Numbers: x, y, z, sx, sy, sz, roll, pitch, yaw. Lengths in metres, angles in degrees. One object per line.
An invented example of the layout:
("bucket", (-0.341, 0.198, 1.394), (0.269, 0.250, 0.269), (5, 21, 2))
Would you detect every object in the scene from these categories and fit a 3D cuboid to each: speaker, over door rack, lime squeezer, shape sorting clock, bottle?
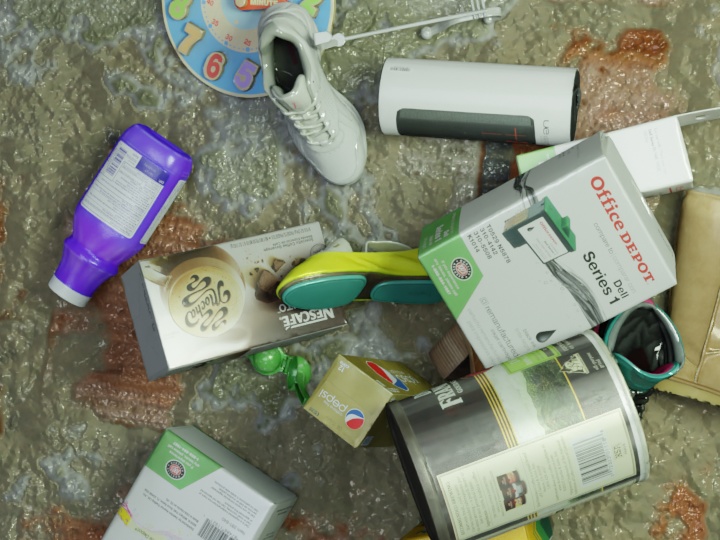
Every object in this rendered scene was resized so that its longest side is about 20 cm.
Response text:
("speaker", (0.122, -0.171, 1.561), (0.199, 0.081, 0.082), (5, 89, 12))
("over door rack", (0.034, -0.312, 1.583), (0.199, 0.067, 0.149), (-10, 86, -9))
("lime squeezer", (-0.097, 0.102, 1.613), (0.200, 0.070, 0.038), (28, 122, 41))
("shape sorting clock", (-0.121, -0.283, 1.628), (0.199, 0.039, 0.201), (2, 98, 18))
("bottle", (-0.262, -0.056, 1.651), (0.083, 0.065, 0.201), (34, 96, 12))

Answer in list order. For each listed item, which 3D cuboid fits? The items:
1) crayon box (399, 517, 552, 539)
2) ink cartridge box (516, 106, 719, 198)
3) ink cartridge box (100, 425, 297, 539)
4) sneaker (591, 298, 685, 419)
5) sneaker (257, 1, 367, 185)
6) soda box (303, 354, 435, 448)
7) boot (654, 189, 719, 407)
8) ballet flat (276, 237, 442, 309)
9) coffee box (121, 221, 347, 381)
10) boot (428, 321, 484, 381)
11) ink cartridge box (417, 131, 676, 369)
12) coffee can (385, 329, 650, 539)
("crayon box", (0.112, 0.262, 1.488), (0.126, 0.200, 0.051), (-14, 87, 12))
("ink cartridge box", (0.261, -0.101, 1.507), (0.199, 0.117, 0.068), (-14, 87, 13))
("ink cartridge box", (-0.182, 0.285, 1.612), (0.144, 0.084, 0.201), (32, 95, 14))
("sneaker", (0.258, 0.112, 1.486), (0.083, 0.121, 0.201), (4, 89, -13))
("sneaker", (-0.059, -0.169, 1.576), (0.078, 0.099, 0.201), (-23, 105, 18))
("soda box", (0.019, 0.129, 1.512), (0.068, 0.200, 0.064), (35, 96, 18))
("boot", (0.378, 0.037, 1.501), (0.174, 0.066, 0.201), (14, 93, 14))
("ballet flat", (0.000, 0.000, 1.551), (0.199, 0.067, 0.067), (-1, 57, -28))
("coffee box", (-0.127, 0.030, 1.560), (0.199, 0.080, 0.114), (-13, 83, -25))
("boot", (0.171, 0.098, 1.524), (0.155, 0.074, 0.200), (-43, 65, 14))
("ink cartridge box", (0.175, -0.015, 1.437), (0.199, 0.084, 0.147), (-29, 104, 16))
("coffee can", (0.139, 0.155, 1.386), (0.199, 0.146, 0.147), (-19, 84, -5))
